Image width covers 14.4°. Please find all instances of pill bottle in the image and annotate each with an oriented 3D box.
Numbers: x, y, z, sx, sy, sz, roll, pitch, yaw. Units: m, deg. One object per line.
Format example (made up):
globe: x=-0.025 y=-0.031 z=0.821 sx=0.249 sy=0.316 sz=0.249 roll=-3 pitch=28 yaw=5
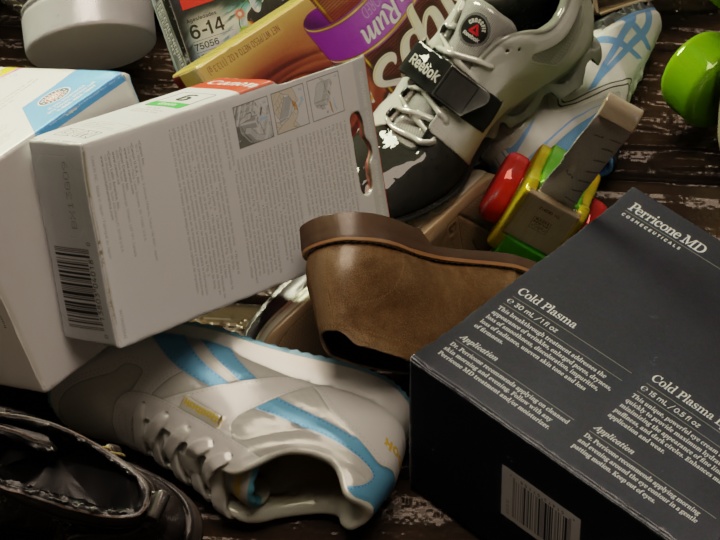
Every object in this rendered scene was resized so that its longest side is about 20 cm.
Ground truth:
pill bottle: x=-0.179 y=-0.231 z=1.773 sx=0.110 sy=0.111 sz=0.201 roll=-7 pitch=74 yaw=-7

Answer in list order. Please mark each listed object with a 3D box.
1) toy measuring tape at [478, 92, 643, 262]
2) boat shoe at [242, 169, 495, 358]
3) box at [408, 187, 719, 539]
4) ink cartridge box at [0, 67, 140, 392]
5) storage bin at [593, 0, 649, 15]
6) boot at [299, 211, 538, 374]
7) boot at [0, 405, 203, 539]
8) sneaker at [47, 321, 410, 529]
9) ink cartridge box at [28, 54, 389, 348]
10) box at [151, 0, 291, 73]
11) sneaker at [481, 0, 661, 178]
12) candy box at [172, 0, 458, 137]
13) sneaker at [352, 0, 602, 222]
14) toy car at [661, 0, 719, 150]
toy measuring tape: x=0.115 y=-0.054 z=1.574 sx=0.073 sy=0.200 sz=0.074 roll=10 pitch=57 yaw=-15
boat shoe: x=0.000 y=0.000 z=1.611 sx=0.065 sy=0.072 sz=0.200 roll=24 pitch=50 yaw=37
box: x=0.157 y=0.082 z=1.495 sx=0.182 sy=0.105 sz=0.200 roll=-36 pitch=54 yaw=-29
ink cartridge box: x=-0.210 y=-0.028 z=1.562 sx=0.199 sy=0.126 sz=0.128 roll=6 pitch=36 yaw=48
storage bin: x=0.195 y=-0.283 z=1.808 sx=0.199 sy=0.200 sz=0.094 roll=-17 pitch=12 yaw=-17
boot: x=0.046 y=0.026 z=1.549 sx=0.199 sy=0.073 sz=0.076 roll=12 pitch=66 yaw=-42
boot: x=-0.172 y=0.096 z=1.431 sx=0.199 sy=0.174 sz=0.070 roll=15 pitch=79 yaw=13
sneaker: x=-0.075 y=0.084 z=1.519 sx=0.199 sy=0.077 sz=0.081 roll=8 pitch=47 yaw=12
ink cartridge box: x=-0.076 y=-0.042 z=1.514 sx=0.199 sy=0.110 sz=0.050 roll=-22 pitch=20 yaw=-40
box: x=-0.016 y=-0.146 z=1.718 sx=0.199 sy=0.138 sz=0.040 roll=-21 pitch=3 yaw=-19
sneaker: x=0.135 y=-0.098 z=1.718 sx=0.073 sy=0.072 sz=0.200 roll=50 pitch=42 yaw=-9
candy box: x=0.004 y=-0.118 z=1.672 sx=0.199 sy=0.117 sz=0.056 roll=-33 pitch=8 yaw=-17
sneaker: x=0.053 y=-0.109 z=1.606 sx=0.074 sy=0.089 sz=0.200 roll=34 pitch=64 yaw=30
toy car: x=0.310 y=-0.126 z=1.687 sx=0.199 sy=0.159 sz=0.164 roll=-19 pitch=48 yaw=-34
